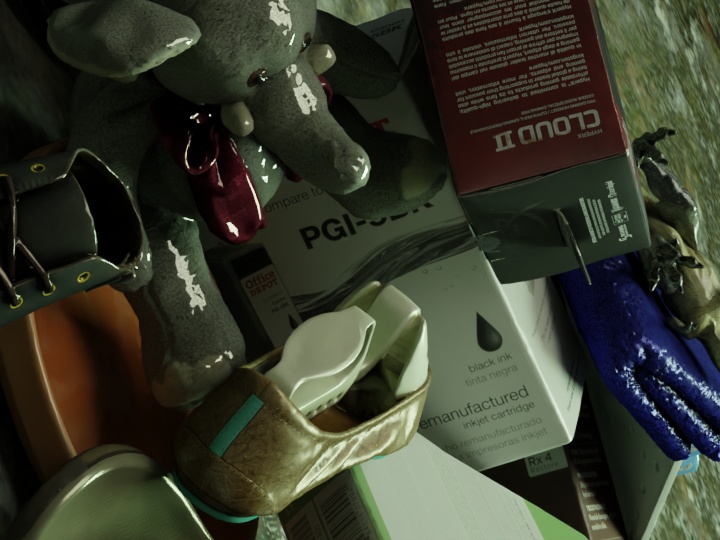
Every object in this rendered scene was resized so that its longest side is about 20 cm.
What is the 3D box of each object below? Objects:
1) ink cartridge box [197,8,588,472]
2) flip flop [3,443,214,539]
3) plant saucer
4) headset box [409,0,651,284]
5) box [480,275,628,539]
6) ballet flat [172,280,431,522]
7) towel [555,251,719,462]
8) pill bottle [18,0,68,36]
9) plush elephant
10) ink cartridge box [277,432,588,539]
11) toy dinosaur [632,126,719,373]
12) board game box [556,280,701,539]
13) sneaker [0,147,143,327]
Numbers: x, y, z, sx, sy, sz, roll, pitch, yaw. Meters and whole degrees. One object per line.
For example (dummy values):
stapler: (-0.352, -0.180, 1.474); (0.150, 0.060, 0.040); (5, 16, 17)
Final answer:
ink cartridge box: (0.000, 0.000, 1.361); (0.200, 0.147, 0.083); (63, 20, -21)
flip flop: (-0.072, 0.140, 1.138); (0.081, 0.058, 0.200); (-47, 135, -19)
plant saucer: (-0.101, 0.043, 1.226); (0.200, 0.032, 0.201); (52, 28, -42)
headset box: (0.067, -0.092, 1.247); (0.149, 0.075, 0.200); (57, 19, -72)
box: (0.072, 0.095, 1.542); (0.075, 0.100, 0.200); (11, 62, -68)
ballet flat: (-0.011, 0.043, 1.185); (0.068, 0.072, 0.200); (37, 23, 14)
towel: (0.117, -0.005, 1.450); (0.148, 0.050, 0.200); (37, 25, -52)
pill bottle: (-0.096, -0.195, 1.329); (0.112, 0.112, 0.200); (54, 26, -40)
plush elephant: (-0.049, -0.072, 1.165); (0.200, 0.165, 0.155); (56, -21, -4)
ink cartridge box: (0.045, 0.133, 1.283); (0.200, 0.048, 0.146); (36, 17, -35)
toy dinosaur: (0.144, -0.020, 1.383); (0.200, 0.047, 0.088); (61, 1, 16)
board game box: (0.124, 0.067, 1.600); (0.200, 0.026, 0.200); (102, -30, -55)
sneaker: (-0.154, -0.004, 1.008); (0.075, 0.106, 0.200); (70, 19, -5)
